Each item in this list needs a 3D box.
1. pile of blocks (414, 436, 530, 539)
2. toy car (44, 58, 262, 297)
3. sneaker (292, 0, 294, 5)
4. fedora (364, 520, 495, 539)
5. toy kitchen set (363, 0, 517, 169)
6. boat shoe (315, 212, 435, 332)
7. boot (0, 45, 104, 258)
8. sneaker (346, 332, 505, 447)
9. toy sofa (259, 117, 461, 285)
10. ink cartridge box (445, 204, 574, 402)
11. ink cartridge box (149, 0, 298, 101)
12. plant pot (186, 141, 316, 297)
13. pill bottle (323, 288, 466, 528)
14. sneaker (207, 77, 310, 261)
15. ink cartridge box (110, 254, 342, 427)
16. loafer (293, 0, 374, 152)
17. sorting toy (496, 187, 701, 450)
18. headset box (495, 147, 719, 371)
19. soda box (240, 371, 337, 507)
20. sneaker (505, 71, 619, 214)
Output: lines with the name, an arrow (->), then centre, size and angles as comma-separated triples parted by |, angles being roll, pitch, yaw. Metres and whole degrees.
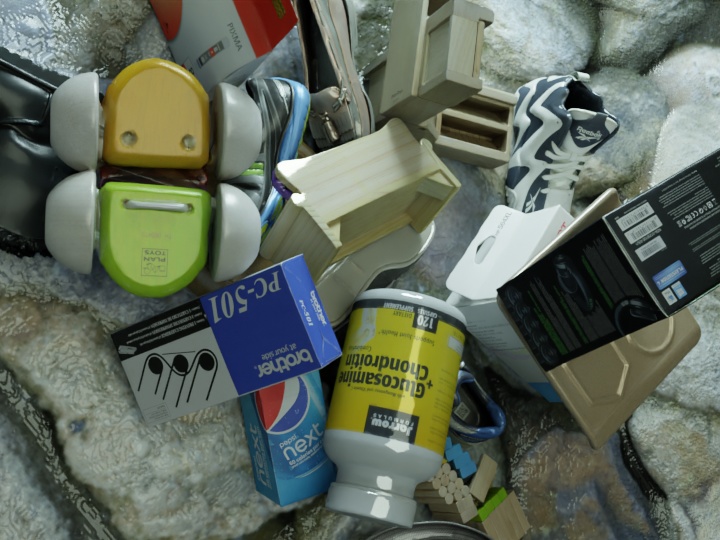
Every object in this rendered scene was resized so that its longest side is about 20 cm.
pile of blocks -> 0.091, 0.222, 0.952 | 0.200, 0.062, 0.082 | 44, 58, -22
toy car -> -0.181, -0.073, 0.795 | 0.173, 0.150, 0.202 | 2, 80, -18
sneaker -> -0.131, -0.327, 0.911 | 0.199, 0.073, 0.085 | 17, 74, -23
fedora -> 0.079, 0.341, 0.881 | 0.199, 0.090, 0.178 | 17, 99, -18
toy kitchen set -> 0.119, -0.222, 0.940 | 0.179, 0.200, 0.165 | 11, 80, -22
boat shoe -> 0.000, 0.000, 0.941 | 0.067, 0.057, 0.200 | 47, 55, 2
boot -> -0.328, -0.109, 0.797 | 0.197, 0.073, 0.164 | 20, 75, -25
sneaker -> 0.075, 0.108, 0.942 | 0.200, 0.085, 0.077 | 38, 70, -15
toy sofa -> -0.006, -0.065, 0.874 | 0.199, 0.083, 0.098 | -29, 74, -43
ink cartridge box -> 0.200, 0.033, 0.985 | 0.200, 0.125, 0.129 | 40, 70, -15
ink cartridge box -> -0.138, -0.255, 0.829 | 0.050, 0.200, 0.163 | -24, 93, -24
plant pot -> -0.105, -0.055, 0.914 | 0.198, 0.027, 0.202 | 3, 82, -23
pill bottle -> 0.028, 0.127, 0.839 | 0.111, 0.112, 0.202 | 19, 72, -21
sneaker -> -0.108, -0.093, 0.874 | 0.082, 0.071, 0.201 | 16, 78, -1
ink cartridge box -> -0.122, 0.065, 0.806 | 0.044, 0.199, 0.095 | -26, 95, -64
loafer -> -0.035, -0.191, 0.929 | 0.063, 0.072, 0.202 | -4, 85, -50
sorting toy -> 0.241, 0.047, 0.917 | 0.185, 0.036, 0.201 | -39, 103, -23
headset box -> 0.238, -0.006, 0.795 | 0.173, 0.200, 0.093 | -27, 82, -26
soda box -> -0.077, 0.113, 0.868 | 0.064, 0.068, 0.202 | -13, 97, -25
sneaker -> 0.229, -0.128, 1.017 | 0.079, 0.129, 0.201 | 9, 80, -22
